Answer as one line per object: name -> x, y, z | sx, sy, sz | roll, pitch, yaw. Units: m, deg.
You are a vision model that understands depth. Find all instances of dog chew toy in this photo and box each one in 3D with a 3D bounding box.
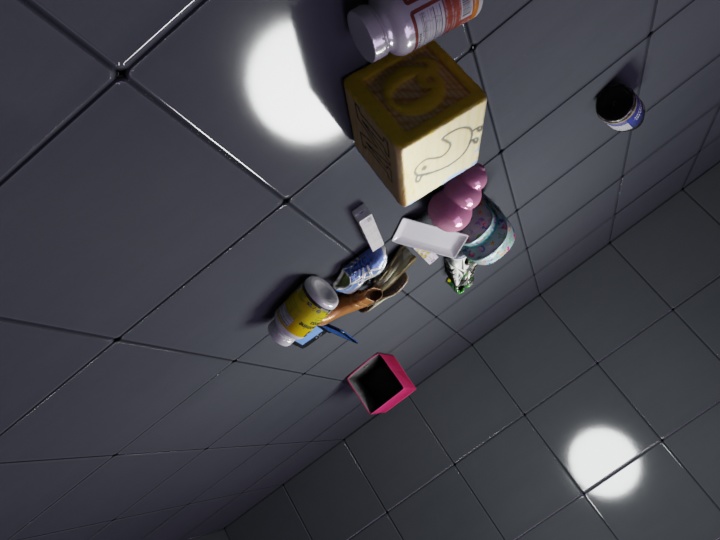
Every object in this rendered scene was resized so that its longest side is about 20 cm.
dog chew toy -> 0.271, -0.203, 1.590 | 0.124, 0.125, 0.200 | -4, 135, -50

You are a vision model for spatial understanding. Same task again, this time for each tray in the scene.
tray -> 0.200, -0.099, 1.684 | 0.200, 0.022, 0.107 | 15, 141, -9

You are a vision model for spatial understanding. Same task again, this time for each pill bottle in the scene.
pill bottle -> 0.787, -0.480, 1.752 | 0.112, 0.112, 0.200 | -47, 154, 27
pill bottle -> 0.085, -0.416, 0.929 | 0.200, 0.112, 0.112 | -31, 157, -9
pill bottle -> -0.164, 0.117, 1.619 | 0.200, 0.112, 0.112 | -45, 155, 22

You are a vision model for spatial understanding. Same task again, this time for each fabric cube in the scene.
fabric cube -> 0.097, 0.506, 2.614 | 0.196, 0.200, 0.199 | -40, 158, 11

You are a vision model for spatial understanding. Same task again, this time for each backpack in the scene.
backpack -> 0.355, -0.122, 1.746 | 0.178, 0.200, 0.151 | -41, 156, 16

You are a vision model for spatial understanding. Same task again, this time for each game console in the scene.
game console -> -0.127, 0.218, 1.857 | 0.171, 0.118, 0.200 | -36, 156, 1

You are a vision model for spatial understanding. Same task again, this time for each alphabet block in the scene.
alphabet block -> 0.102, -0.280, 1.108 | 0.195, 0.196, 0.200 | -34, 157, -8

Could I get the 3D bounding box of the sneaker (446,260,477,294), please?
sneaker -> 0.414, 0.011, 2.230 | 0.078, 0.085, 0.200 | -15, 149, -38

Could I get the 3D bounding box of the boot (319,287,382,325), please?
boot -> -0.040, 0.098, 1.733 | 0.155, 0.074, 0.200 | -17, -173, 40

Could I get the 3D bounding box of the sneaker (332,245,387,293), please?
sneaker -> 0.000, 0.000, 1.659 | 0.200, 0.076, 0.077 | -47, 159, 24

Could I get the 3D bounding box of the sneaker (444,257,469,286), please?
sneaker -> 0.362, -0.006, 2.141 | 0.088, 0.074, 0.200 | -31, 157, -4

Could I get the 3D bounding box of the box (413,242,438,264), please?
box -> 0.196, -0.068, 1.820 | 0.041, 0.039, 0.200 | -38, 157, 7

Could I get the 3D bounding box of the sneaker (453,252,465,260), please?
sneaker -> 0.377, -0.122, 1.914 | 0.202, 0.077, 0.146 | -41, 169, -10

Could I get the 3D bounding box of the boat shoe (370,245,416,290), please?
boat shoe -> 0.089, 0.006, 1.817 | 0.201, 0.063, 0.073 | -47, 171, 32

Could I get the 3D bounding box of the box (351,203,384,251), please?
box -> 0.021, -0.109, 1.525 | 0.041, 0.039, 0.200 | -33, 157, 0

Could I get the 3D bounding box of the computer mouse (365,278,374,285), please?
computer mouse -> 0.038, -0.009, 1.761 | 0.059, 0.034, 0.200 | -51, 172, -31

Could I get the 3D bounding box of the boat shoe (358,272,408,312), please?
boat shoe -> 0.074, 0.064, 1.914 | 0.200, 0.072, 0.076 | -33, 172, 15
